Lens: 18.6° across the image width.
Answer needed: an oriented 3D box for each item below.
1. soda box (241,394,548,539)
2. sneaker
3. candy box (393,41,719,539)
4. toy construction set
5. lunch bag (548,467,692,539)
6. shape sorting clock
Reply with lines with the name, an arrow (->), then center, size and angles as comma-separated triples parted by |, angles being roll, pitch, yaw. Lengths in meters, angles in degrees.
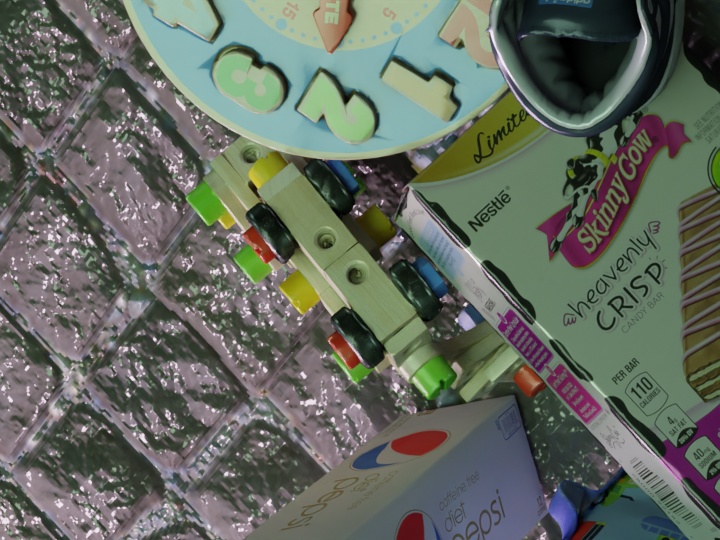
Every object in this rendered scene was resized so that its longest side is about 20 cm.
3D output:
soda box -> 0.012, 0.123, 1.007 | 0.068, 0.200, 0.064 | -12, 101, 31
sneaker -> 0.090, -0.149, 0.840 | 0.069, 0.108, 0.202 | 3, 107, 19
candy box -> 0.130, 0.000, 0.935 | 0.200, 0.136, 0.061 | 46, 167, 7
toy construction set -> 0.000, 0.000, 1.021 | 0.199, 0.131, 0.092 | 35, 82, 14
lunch bag -> 0.165, 0.149, 0.951 | 0.199, 0.150, 0.094 | 32, 138, 18
shape sorting clock -> -0.009, -0.145, 0.921 | 0.198, 0.039, 0.202 | 1, 105, 3
